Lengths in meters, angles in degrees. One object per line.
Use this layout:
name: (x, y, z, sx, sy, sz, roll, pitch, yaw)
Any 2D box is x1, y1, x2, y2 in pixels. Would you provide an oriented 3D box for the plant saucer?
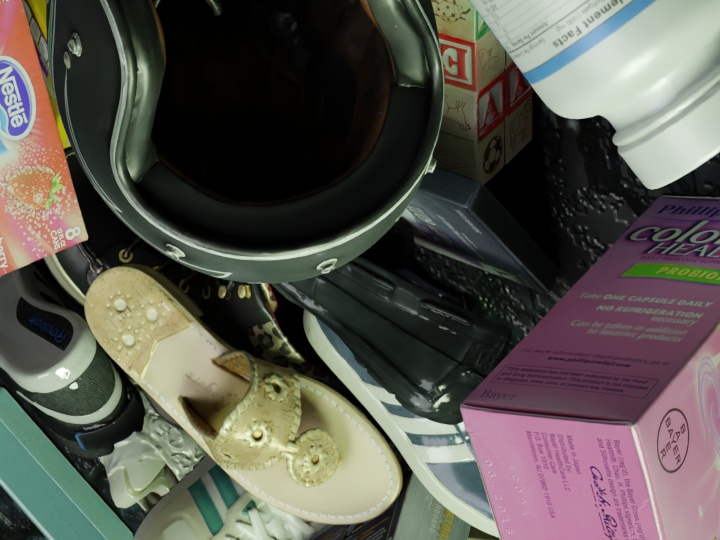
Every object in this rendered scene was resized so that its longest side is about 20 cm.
plant saucer: (-0.204, 0.173, 1.597, 0.200, 0.019, 0.070, 48, 138, -1)

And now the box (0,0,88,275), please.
box: (-0.230, -0.099, 1.237, 0.095, 0.099, 0.201, 35, 143, 54)

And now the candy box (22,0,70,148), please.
candy box: (-0.198, -0.174, 1.261, 0.201, 0.026, 0.102, 63, 162, 12)

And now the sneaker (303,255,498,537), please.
sneaker: (0.054, 0.065, 1.261, 0.200, 0.075, 0.085, 43, 141, 5)

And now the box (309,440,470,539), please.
box: (-0.013, 0.195, 1.342, 0.048, 0.159, 0.200, 33, 137, -17)

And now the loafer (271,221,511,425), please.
loafer: (0.000, 0.000, 1.208, 0.200, 0.068, 0.071, 41, 99, 28)

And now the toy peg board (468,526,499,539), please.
toy peg board: (0.110, 0.262, 1.345, 0.199, 0.098, 0.201, 2, 121, 39)

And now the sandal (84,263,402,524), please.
sandal: (-0.076, 0.076, 1.265, 0.211, 0.070, 0.078, 38, 103, 7)

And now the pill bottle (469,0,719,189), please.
pill bottle: (0.105, -0.141, 1.040, 0.201, 0.112, 0.112, 52, 138, -6)

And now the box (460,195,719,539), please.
box: (0.157, 0.089, 1.101, 0.096, 0.200, 0.177, 3, 122, 37)

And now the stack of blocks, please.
stack of blocks: (-0.010, -0.129, 1.181, 0.199, 0.059, 0.116, 20, 131, 28)

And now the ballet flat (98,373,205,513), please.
ballet flat: (-0.122, 0.149, 1.477, 0.201, 0.072, 0.072, 53, 138, -4)

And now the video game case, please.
video game case: (-0.003, -0.047, 1.205, 0.199, 0.019, 0.143, 20, 171, 26)

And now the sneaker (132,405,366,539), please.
sneaker: (-0.061, 0.141, 1.325, 0.093, 0.200, 0.071, -19, 113, 39)

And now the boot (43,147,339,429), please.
boot: (-0.099, 0.001, 1.342, 0.150, 0.073, 0.201, -13, 113, 44)

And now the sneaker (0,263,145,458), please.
sneaker: (-0.203, 0.058, 1.446, 0.200, 0.073, 0.112, 38, 164, 53)

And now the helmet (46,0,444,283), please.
helmet: (-0.053, -0.096, 1.055, 0.199, 0.200, 0.192, 14, 133, 32)
